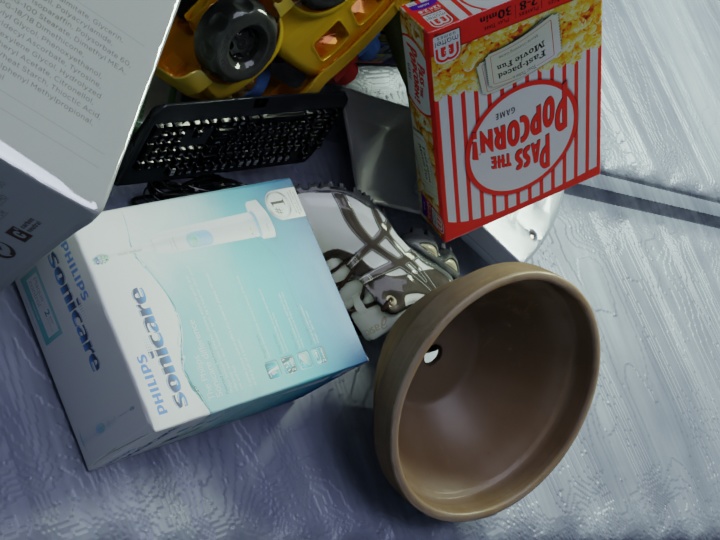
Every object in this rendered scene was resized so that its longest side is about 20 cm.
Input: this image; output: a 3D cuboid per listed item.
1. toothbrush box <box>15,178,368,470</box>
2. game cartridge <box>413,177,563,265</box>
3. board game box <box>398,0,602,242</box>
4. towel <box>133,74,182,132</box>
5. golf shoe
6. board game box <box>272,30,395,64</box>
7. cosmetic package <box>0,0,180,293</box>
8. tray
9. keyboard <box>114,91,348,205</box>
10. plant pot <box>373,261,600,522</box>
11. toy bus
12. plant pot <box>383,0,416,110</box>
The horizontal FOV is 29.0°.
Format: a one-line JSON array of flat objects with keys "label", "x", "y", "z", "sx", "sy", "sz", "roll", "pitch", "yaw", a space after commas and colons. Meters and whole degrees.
[{"label": "toothbrush box", "x": -0.112, "y": 0.031, "z": 0.940, "sx": 0.199, "sy": 0.085, "sz": 0.147, "roll": -16, "pitch": 78, "yaw": -48}, {"label": "game cartridge", "x": 0.124, "y": -0.093, "z": 1.244, "sx": 0.133, "sy": 0.041, "sz": 0.201, "roll": 39, "pitch": 45, "yaw": -15}, {"label": "board game box", "x": 0.112, "y": -0.135, "z": 1.074, "sx": 0.151, "sy": 0.201, "sz": 0.046, "roll": -24, "pitch": 45, "yaw": -15}, {"label": "towel", "x": -0.212, "y": -0.191, "z": 1.025, "sx": 0.199, "sy": 0.023, "sz": 0.154, "roll": 29, "pitch": 50, "yaw": -29}, {"label": "golf shoe", "x": 0.000, "y": 0.000, "z": 1.072, "sx": 0.199, "sy": 0.078, "sz": 0.095, "roll": 22, "pitch": 53, "yaw": -32}, {"label": "board game box", "x": -0.028, "y": -0.265, "z": 1.219, "sx": 0.199, "sy": 0.057, "sz": 0.167, "roll": -7, "pitch": 73, "yaw": -45}, {"label": "cosmetic package", "x": -0.232, "y": -0.123, "z": 0.848, "sx": 0.164, "sy": 0.164, "sz": 0.201, "roll": 32, "pitch": 54, "yaw": -25}, {"label": "tray", "x": 0.060, "y": -0.089, "z": 1.222, "sx": 0.199, "sy": 0.022, "sz": 0.108, "roll": 11, "pitch": 58, "yaw": -39}, {"label": "keyboard", "x": -0.090, "y": -0.081, "z": 1.012, "sx": 0.199, "sy": 0.104, "sz": 0.040, "roll": -12, "pitch": 61, "yaw": -48}, {"label": "plant pot", "x": 0.080, "y": 0.080, "z": 1.056, "sx": 0.200, "sy": 0.093, "sz": 0.203, "roll": -15, "pitch": 119, "yaw": -30}, {"label": "toy bus", "x": -0.062, "y": -0.187, "z": 1.048, "sx": 0.136, "sy": 0.200, "sz": 0.192, "roll": 40, "pitch": -8, "yaw": 37}, {"label": "plant pot", "x": 0.095, "y": -0.223, "z": 1.145, "sx": 0.200, "sy": 0.199, "sz": 0.194, "roll": -49, "pitch": 141, "yaw": -47}]
